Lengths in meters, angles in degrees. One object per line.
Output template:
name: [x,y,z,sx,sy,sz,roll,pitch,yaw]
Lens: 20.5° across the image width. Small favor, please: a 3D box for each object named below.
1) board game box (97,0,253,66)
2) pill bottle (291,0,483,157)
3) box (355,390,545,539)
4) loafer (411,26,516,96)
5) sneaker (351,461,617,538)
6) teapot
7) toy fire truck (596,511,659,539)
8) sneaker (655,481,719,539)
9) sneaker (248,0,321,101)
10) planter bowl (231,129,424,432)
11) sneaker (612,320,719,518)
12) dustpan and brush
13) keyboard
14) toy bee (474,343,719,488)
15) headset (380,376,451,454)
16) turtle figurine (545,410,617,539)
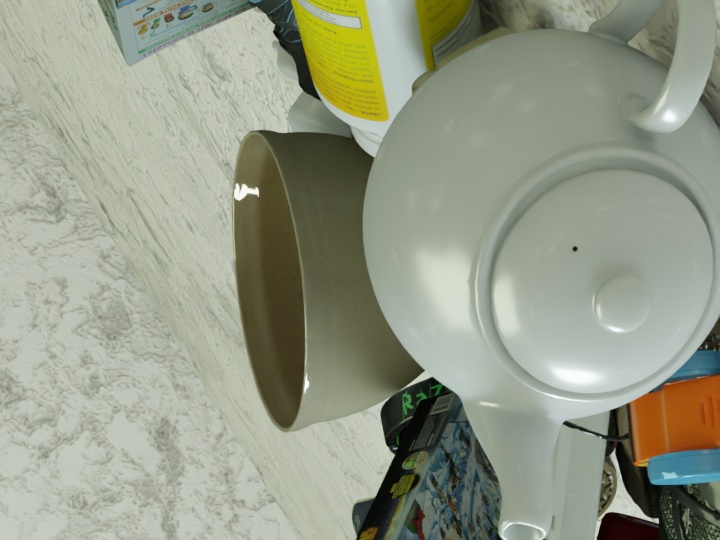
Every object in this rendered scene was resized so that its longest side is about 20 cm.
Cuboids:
board game box: [-0.102,-0.223,1.252,0.065,0.147,0.200,62,169,17]
pill bottle: [0.015,-0.148,1.115,0.104,0.104,0.201,48,165,31]
box: [0.057,0.188,1.281,0.138,0.040,0.200,61,-151,-19]
loafer: [0.089,-0.074,1.116,0.076,0.068,0.200,48,-179,22]
sneaker: [0.083,0.164,1.438,0.090,0.199,0.068,31,132,51]
teapot: [0.101,-0.014,0.921,0.201,0.196,0.146,62,177,-22]
toy fire truck: [0.171,0.218,1.216,0.199,0.113,0.167,18,-179,43]
sneaker: [0.235,0.179,1.115,0.200,0.076,0.114,55,149,18]
sneaker: [-0.037,-0.179,1.247,0.201,0.081,0.074,91,-174,-60]
planter bowl: [0.000,0.000,1.339,0.200,0.133,0.202,173,90,-75]
sneaker: [0.169,0.070,1.164,0.201,0.070,0.076,85,163,-54]
dustpan and brush: [-0.022,-0.114,1.486,0.200,0.057,0.140,37,169,40]
keyboard: [0.133,0.070,1.169,0.056,0.011,0.202,18,104,63]
toy bee: [0.177,0.071,1.028,0.199,0.132,0.108,13,-178,36]
headset: [0.087,0.104,1.490,0.200,0.122,0.095,45,-149,-61]
turtle figurine: [0.128,0.094,1.308,0.151,0.100,0.200,63,-172,14]
